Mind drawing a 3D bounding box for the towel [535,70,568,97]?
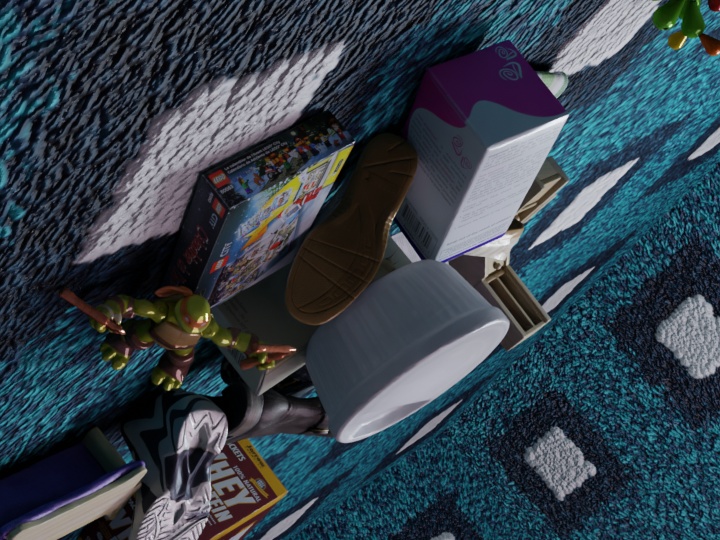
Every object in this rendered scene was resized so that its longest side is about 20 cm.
[{"bbox_3d":[0.137,-0.164,1.333,0.149,0.031,0.200,-48,162,25],"label":"towel"}]

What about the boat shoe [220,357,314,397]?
[{"bbox_3d":[-0.075,0.092,1.369,0.091,0.071,0.200,13,148,-32],"label":"boat shoe"}]

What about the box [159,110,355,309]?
[{"bbox_3d":[-0.093,-0.041,1.060,0.136,0.038,0.200,-31,165,-33],"label":"box"}]

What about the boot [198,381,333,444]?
[{"bbox_3d":[-0.094,0.174,1.404,0.174,0.070,0.200,9,161,-33],"label":"boot"}]

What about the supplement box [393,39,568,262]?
[{"bbox_3d":[0.102,-0.108,1.183,0.103,0.101,0.200,-24,157,-25],"label":"supplement box"}]

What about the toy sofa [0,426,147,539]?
[{"bbox_3d":[-0.315,0.225,1.236,0.200,0.083,0.098,-22,154,-53],"label":"toy sofa"}]

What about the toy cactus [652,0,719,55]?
[{"bbox_3d":[0.387,-0.328,1.357,0.165,0.102,0.200,-51,157,7],"label":"toy cactus"}]

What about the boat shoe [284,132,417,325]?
[{"bbox_3d":[-0.010,-0.032,1.158,0.200,0.071,0.069,-59,-175,-18],"label":"boat shoe"}]

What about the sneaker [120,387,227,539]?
[{"bbox_3d":[-0.219,0.217,1.355,0.079,0.130,0.200,8,102,-32],"label":"sneaker"}]

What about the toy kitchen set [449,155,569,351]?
[{"bbox_3d":[0.249,-0.035,1.716,0.200,0.181,0.163,-44,168,37],"label":"toy kitchen set"}]

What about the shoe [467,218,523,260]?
[{"bbox_3d":[0.123,-0.039,1.509,0.200,0.070,0.054,0,122,-42],"label":"shoe"}]

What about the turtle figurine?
[{"bbox_3d":[-0.165,0.047,1.035,0.199,0.065,0.161,13,157,-23],"label":"turtle figurine"}]

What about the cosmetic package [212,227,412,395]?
[{"bbox_3d":[-0.053,0.026,1.257,0.200,0.104,0.073,-35,166,-26],"label":"cosmetic package"}]

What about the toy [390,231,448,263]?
[{"bbox_3d":[0.000,0.000,1.414,0.200,0.047,0.115,-29,146,-9],"label":"toy"}]

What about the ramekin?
[{"bbox_3d":[0.037,0.074,1.204,0.202,0.094,0.202,-32,163,-11],"label":"ramekin"}]

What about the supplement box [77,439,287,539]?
[{"bbox_3d":[-0.245,0.336,1.691,0.197,0.133,0.200,-24,160,-48],"label":"supplement box"}]
